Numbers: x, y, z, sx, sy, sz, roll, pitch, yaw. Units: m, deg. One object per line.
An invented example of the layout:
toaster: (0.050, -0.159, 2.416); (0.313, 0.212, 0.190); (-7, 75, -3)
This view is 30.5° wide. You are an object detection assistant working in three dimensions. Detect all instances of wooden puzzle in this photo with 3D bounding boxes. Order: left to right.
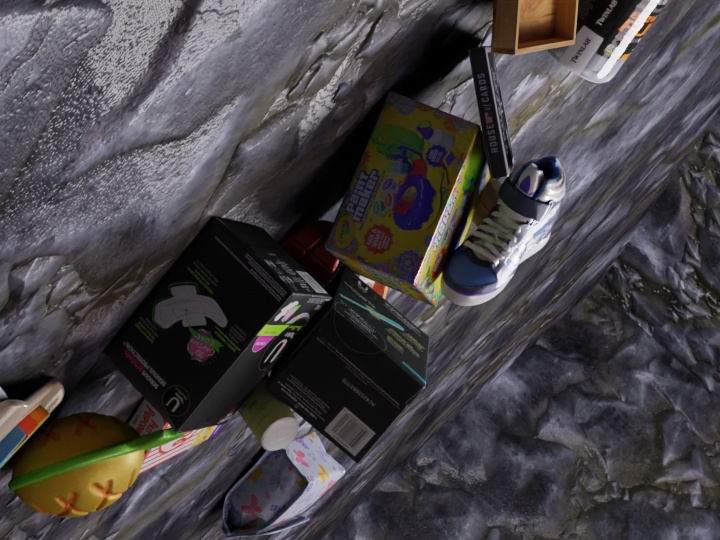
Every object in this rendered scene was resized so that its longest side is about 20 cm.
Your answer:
wooden puzzle: (-0.368, 0.190, 1.287); (0.185, 0.037, 0.200); (-47, 180, -1)

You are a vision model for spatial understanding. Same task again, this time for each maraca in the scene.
maraca: (-0.286, 0.205, 1.441); (0.197, 0.108, 0.137); (-17, 176, -12)

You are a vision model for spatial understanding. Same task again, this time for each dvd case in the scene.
dvd case: (0.159, -0.195, 1.594); (0.024, 0.153, 0.200); (-10, -172, 9)

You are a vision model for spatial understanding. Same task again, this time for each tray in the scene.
tray: (0.215, -0.321, 1.608); (0.199, 0.037, 0.100); (-24, 119, -59)

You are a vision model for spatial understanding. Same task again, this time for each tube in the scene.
tube: (-0.141, 0.130, 1.572); (0.057, 0.200, 0.052); (-20, 136, -20)

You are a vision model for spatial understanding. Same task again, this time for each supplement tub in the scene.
supplement tub: (0.340, -0.364, 1.769); (0.122, 0.122, 0.201); (-27, 155, -53)

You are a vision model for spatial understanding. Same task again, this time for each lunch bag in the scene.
lunch bag: (-0.147, 0.404, 2.392); (0.200, 0.128, 0.169); (-44, 165, 16)

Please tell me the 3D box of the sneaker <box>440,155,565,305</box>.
sneaker: (0.173, -0.062, 1.588); (0.199, 0.080, 0.148); (-36, 149, -34)

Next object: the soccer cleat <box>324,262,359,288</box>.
soccer cleat: (-0.037, 0.011, 1.816); (0.201, 0.067, 0.074); (111, 3, -47)

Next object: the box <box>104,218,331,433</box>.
box: (-0.154, 0.062, 1.463); (0.200, 0.124, 0.148); (-49, 166, 8)

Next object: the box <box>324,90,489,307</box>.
box: (0.064, -0.082, 1.606); (0.202, 0.121, 0.193); (-67, 166, -3)

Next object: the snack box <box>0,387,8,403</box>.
snack box: (-0.405, 0.151, 1.150); (0.200, 0.037, 0.116); (-43, 166, -17)

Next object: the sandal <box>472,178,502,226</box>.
sandal: (0.131, -0.119, 1.742); (0.053, 0.201, 0.081); (12, 117, -33)

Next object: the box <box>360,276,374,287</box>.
box: (0.000, 0.000, 1.867); (0.038, 0.042, 0.201); (0, 139, -23)

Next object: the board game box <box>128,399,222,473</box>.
board game box: (-0.223, 0.177, 1.723); (0.152, 0.046, 0.199); (-55, 164, 26)

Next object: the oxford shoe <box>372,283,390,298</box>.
oxford shoe: (0.031, -0.006, 1.930); (0.073, 0.071, 0.201); (-39, 163, -44)

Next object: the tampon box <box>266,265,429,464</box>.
tampon box: (-0.011, 0.109, 1.598); (0.127, 0.149, 0.200); (-49, -174, 13)

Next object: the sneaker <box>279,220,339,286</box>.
sneaker: (-0.087, 0.012, 1.679); (0.200, 0.078, 0.116); (-49, -179, 13)

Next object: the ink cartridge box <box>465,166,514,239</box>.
ink cartridge box: (0.151, -0.087, 1.879); (0.199, 0.160, 0.047); (-39, 163, -28)
